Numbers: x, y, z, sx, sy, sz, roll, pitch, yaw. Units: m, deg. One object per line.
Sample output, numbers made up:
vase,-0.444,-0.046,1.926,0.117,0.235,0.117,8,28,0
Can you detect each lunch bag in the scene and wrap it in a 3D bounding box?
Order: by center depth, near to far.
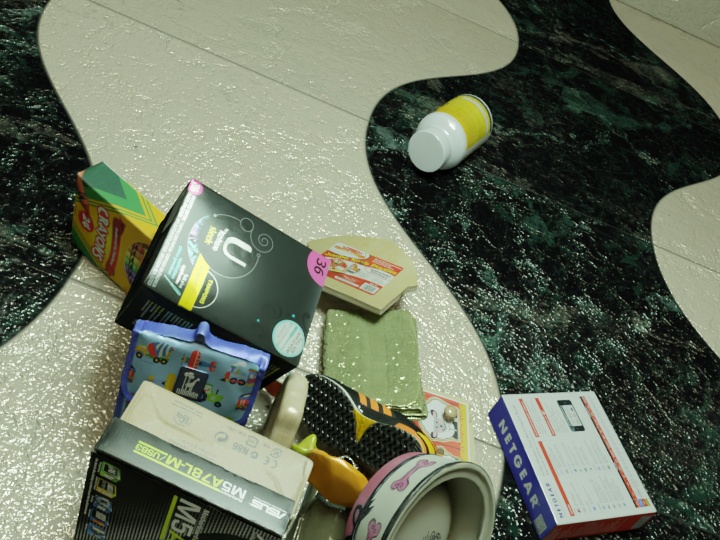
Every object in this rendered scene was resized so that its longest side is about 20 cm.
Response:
lunch bag,-0.192,0.128,0.887,0.147,0.202,0.095,17,41,-9

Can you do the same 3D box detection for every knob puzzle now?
knob puzzle,0.069,0.221,1.060,0.215,0.031,0.223,14,43,-14
knob puzzle,0.000,0.000,1.223,0.214,0.031,0.221,6,29,-4

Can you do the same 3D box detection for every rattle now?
rattle,-0.057,0.186,0.942,0.139,0.134,0.200,5,5,-4

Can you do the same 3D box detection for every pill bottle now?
pill bottle,0.176,-0.269,1.546,0.111,0.113,0.199,37,42,13

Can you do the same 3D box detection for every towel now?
towel,0.015,0.132,1.093,0.144,0.037,0.203,1,43,-5

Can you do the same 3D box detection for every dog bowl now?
dog bowl,0.062,0.295,0.869,0.197,0.205,0.073,-18,25,-39

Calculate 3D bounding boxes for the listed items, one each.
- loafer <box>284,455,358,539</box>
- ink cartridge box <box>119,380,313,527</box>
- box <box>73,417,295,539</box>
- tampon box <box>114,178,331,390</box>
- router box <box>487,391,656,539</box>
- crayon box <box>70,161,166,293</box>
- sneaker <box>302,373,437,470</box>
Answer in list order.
loafer,-0.045,0.295,0.894,0.074,0.070,0.202,20,42,-7
ink cartridge box,-0.167,0.227,0.827,0.196,0.166,0.076,25,44,-1
box,-0.180,0.256,0.766,0.190,0.202,0.048,27,38,0
tampon box,-0.160,0.024,0.929,0.197,0.126,0.153,29,56,-19
router box,0.298,0.271,1.113,0.175,0.049,0.203,3,47,-25
crayon box,-0.303,-0.034,1.049,0.199,0.128,0.051,38,42,14
sneaker,0.008,0.196,0.985,0.198,0.071,0.090,27,4,29
